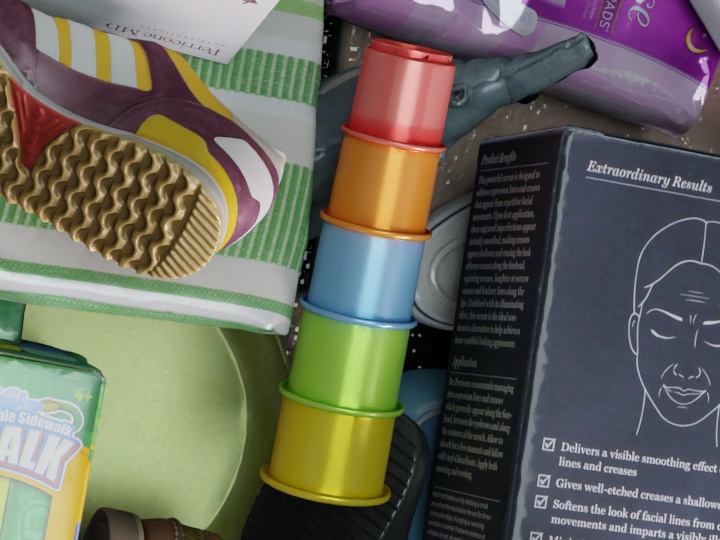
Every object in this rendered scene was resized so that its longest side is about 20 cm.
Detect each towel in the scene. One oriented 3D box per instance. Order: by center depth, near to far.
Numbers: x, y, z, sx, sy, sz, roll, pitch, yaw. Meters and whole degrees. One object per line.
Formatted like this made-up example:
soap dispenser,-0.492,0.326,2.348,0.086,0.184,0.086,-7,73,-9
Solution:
towel,-0.092,-0.075,1.096,0.152,0.023,0.200,8,70,-16

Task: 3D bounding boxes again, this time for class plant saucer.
plant saucer,-0.130,0.073,1.172,0.200,0.031,0.200,-1,92,-15

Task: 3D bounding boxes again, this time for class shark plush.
shark plush,0.014,-0.057,1.146,0.200,0.083,0.091,-7,101,13

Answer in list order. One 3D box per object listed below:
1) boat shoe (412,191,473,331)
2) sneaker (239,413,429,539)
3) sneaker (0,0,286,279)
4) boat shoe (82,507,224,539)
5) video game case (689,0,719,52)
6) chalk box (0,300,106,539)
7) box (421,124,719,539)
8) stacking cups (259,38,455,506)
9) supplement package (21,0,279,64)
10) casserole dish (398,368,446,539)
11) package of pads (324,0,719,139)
boat shoe,0.116,-0.010,1.215,0.200,0.066,0.072,-6,94,-15
sneaker,-0.014,0.153,1.179,0.088,0.074,0.200,13,111,-49
sneaker,-0.126,-0.072,1.039,0.200,0.090,0.075,36,122,8
boat shoe,-0.112,0.206,1.142,0.068,0.072,0.200,13,113,-20
video game case,0.222,-0.167,1.202,0.182,0.022,0.200,-52,122,-26
chalk box,-0.187,0.082,1.077,0.125,0.124,0.200,9,90,-16
box,0.125,0.046,1.125,0.148,0.107,0.200,10,87,-18
stacking cups,0.000,0.000,1.086,0.060,0.061,0.200,7,101,-15
supplement package,-0.122,-0.199,1.051,0.200,0.111,0.156,14,68,-16
casserole dish,0.082,0.118,1.228,0.200,0.039,0.121,13,90,-16
package of pads,0.084,-0.150,1.195,0.200,0.076,0.121,18,88,-15
